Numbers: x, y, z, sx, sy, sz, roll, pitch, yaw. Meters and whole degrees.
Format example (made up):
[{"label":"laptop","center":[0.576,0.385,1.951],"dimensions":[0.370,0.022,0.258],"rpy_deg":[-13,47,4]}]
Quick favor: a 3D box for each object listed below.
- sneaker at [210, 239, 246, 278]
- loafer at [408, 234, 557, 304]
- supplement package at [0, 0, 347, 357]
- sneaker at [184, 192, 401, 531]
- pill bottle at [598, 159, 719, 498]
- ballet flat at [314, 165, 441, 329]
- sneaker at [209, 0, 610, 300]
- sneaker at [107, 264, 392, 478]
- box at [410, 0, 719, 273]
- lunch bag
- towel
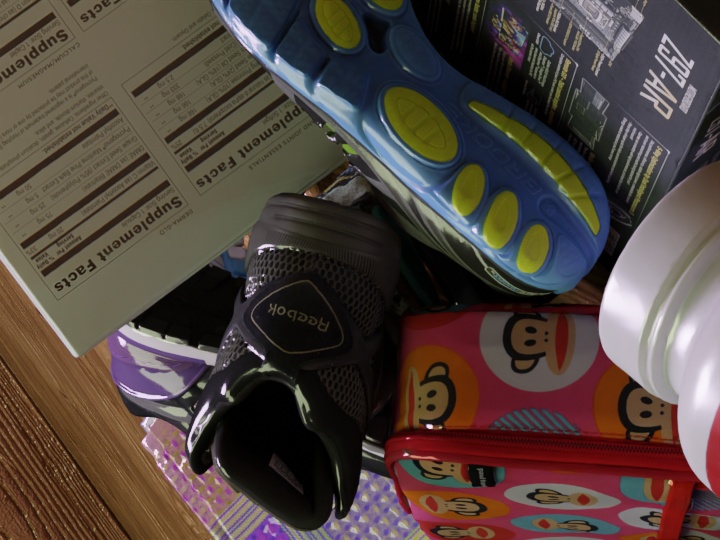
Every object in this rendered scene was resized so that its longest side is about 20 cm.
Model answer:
[{"label":"sneaker","center":[-0.109,-0.012,1.122],"dimensions":[0.075,0.086,0.201],"rpy_deg":[127,147,-49]},{"label":"loafer","center":[0.031,-0.066,0.889],"dimensions":[0.200,0.063,0.072],"rpy_deg":[59,-167,-14]},{"label":"supplement package","center":[-0.122,-0.095,0.836],"dimensions":[0.200,0.150,0.152],"rpy_deg":[55,174,-11]},{"label":"sneaker","center":[-0.027,0.052,0.812],"dimensions":[0.076,0.115,0.199],"rpy_deg":[19,164,3]},{"label":"pill bottle","center":[0.174,0.050,0.623],"dimensions":[0.200,0.112,0.112],"rpy_deg":[40,161,34]},{"label":"ballet flat","center":[0.000,0.000,0.942],"dimensions":[0.074,0.074,0.200],"rpy_deg":[53,-171,-10]},{"label":"sneaker","center":[0.007,-0.062,0.747],"dimensions":[0.200,0.071,0.083],"rpy_deg":[46,158,6]},{"label":"sneaker","center":[-0.033,0.065,0.981],"dimensions":[0.199,0.076,0.088],"rpy_deg":[24,134,18]},{"label":"box","center":[0.070,-0.097,0.707],"dimensions":[0.160,0.043,0.200],"rpy_deg":[47,164,14]},{"label":"lunch bag","center":[0.104,0.069,0.816],"dimensions":[0.175,0.082,0.200],"rpy_deg":[2,164,8]},{"label":"towel","center":[-0.017,0.105,1.015],"dimensions":[0.200,0.144,0.023],"rpy_deg":[49,-156,15]}]
